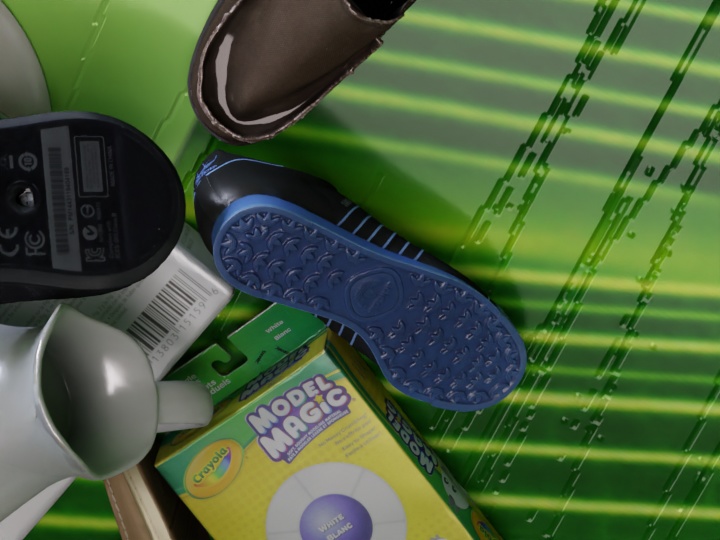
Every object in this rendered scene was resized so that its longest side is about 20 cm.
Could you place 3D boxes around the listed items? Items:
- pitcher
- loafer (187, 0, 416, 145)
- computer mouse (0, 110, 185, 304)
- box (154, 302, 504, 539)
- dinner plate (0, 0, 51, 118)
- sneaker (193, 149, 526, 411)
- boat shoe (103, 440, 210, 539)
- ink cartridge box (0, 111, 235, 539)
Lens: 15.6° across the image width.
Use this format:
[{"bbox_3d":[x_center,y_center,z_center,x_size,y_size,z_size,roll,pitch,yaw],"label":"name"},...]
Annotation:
[{"bbox_3d":[-0.187,0.079,1.293,0.199,0.171,0.122,-13,75,27],"label":"pitcher"},{"bbox_3d":[-0.014,-0.137,1.266,0.073,0.071,0.200,39,108,-10],"label":"loafer"},{"bbox_3d":[-0.182,-0.033,1.225,0.199,0.053,0.139,4,73,-21],"label":"computer mouse"},{"bbox_3d":[-0.018,0.118,1.376,0.117,0.048,0.200,-35,103,15],"label":"box"},{"bbox_3d":[-0.256,-0.073,1.333,0.199,0.024,0.201,2,112,4],"label":"dinner plate"},{"bbox_3d":[0.000,0.000,1.324,0.200,0.078,0.070,32,108,-31],"label":"sneaker"},{"bbox_3d":[-0.108,0.179,1.391,0.064,0.071,0.201,-15,110,8],"label":"boat shoe"},{"bbox_3d":[-0.189,0.023,1.353,0.173,0.044,0.200,39,108,-10],"label":"ink cartridge box"}]
